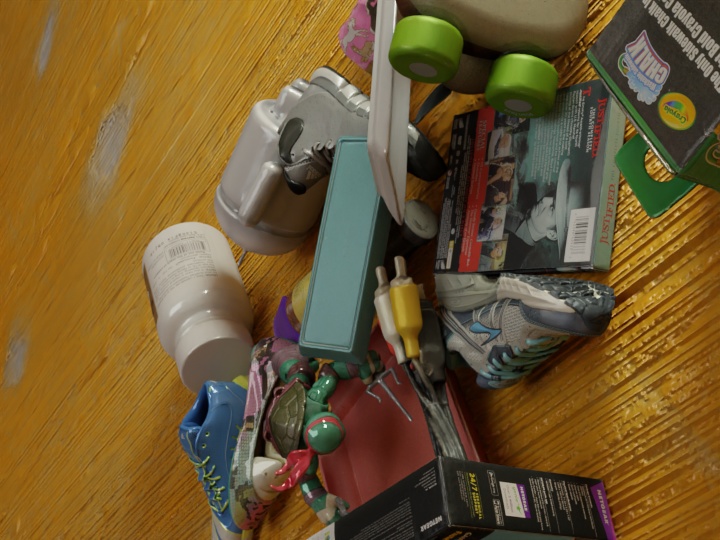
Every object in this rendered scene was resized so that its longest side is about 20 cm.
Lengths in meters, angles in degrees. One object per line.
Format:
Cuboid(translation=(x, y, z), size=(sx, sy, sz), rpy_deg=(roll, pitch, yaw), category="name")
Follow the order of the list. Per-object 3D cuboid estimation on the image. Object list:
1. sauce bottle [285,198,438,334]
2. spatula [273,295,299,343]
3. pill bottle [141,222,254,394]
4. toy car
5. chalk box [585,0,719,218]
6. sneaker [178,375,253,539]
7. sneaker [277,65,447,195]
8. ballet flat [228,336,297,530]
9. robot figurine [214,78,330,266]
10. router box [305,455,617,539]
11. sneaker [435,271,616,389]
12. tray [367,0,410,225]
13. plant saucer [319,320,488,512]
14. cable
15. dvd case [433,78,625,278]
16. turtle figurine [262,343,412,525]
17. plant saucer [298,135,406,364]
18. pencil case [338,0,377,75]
Cuboid(translation=(0.000, 0.000, 1.012), size=(0.200, 0.065, 0.067), rpy_deg=(-41, 46, 47), category="sauce bottle")
Cuboid(translation=(-0.045, 0.016, 1.121), size=(0.201, 0.020, 0.057), rpy_deg=(-54, 50, 30), category="spatula")
Cuboid(translation=(-0.186, 0.046, 1.255), size=(0.115, 0.113, 0.201), rpy_deg=(-59, 36, 27), category="pill bottle")
Cuboid(translation=(0.082, -0.203, 0.888), size=(0.200, 0.155, 0.167), rpy_deg=(149, 137, -71), category="toy car")
Cuboid(translation=(0.228, -0.120, 0.627), size=(0.201, 0.122, 0.126), rpy_deg=(-56, 38, 33), category="chalk box")
Cuboid(translation=(-0.158, 0.210, 1.157), size=(0.075, 0.104, 0.204), rpy_deg=(0, 79, 58), category="sneaker")
Cuboid(translation=(-0.012, -0.105, 1.007), size=(0.116, 0.075, 0.200), rpy_deg=(-47, 46, -3), category="sneaker")
Cuboid(translation=(-0.090, 0.171, 1.111), size=(0.070, 0.069, 0.204), rpy_deg=(3, 81, 37), category="ballet flat")
Cuboid(translation=(-0.087, -0.100, 1.144), size=(0.202, 0.112, 0.170), rpy_deg=(-62, -5, 25), category="robot figurine")
Cuboid(translation=(0.060, 0.197, 0.763), size=(0.200, 0.147, 0.052), rpy_deg=(-42, 45, 44), category="router box")
Cuboid(translation=(0.122, 0.047, 0.802), size=(0.199, 0.076, 0.088), rpy_deg=(180, 94, -68), category="sneaker")
Cuboid(translation=(0.025, -0.150, 0.892), size=(0.108, 0.022, 0.203), rpy_deg=(75, -163, -61), category="tray")
Cuboid(translation=(0.033, 0.149, 0.933), size=(0.201, 0.036, 0.202), rpy_deg=(-54, 39, 34), category="plant saucer")
Cuboid(translation=(0.044, 0.095, 0.844), size=(0.097, 0.049, 0.203), rpy_deg=(111, 152, -64), category="cable")
Cuboid(translation=(0.131, -0.068, 0.864), size=(0.199, 0.022, 0.149), rpy_deg=(-5, 75, 59), category="dvd case")
Cuboid(translation=(-0.035, 0.130, 0.929), size=(0.152, 0.100, 0.200), rpy_deg=(-65, 22, -1), category="turtle figurine")
Cuboid(translation=(-0.010, -0.023, 0.931), size=(0.069, 0.019, 0.204), rpy_deg=(5, 80, 33), category="plant saucer")
Cuboid(translation=(0.048, -0.276, 0.991), size=(0.087, 0.082, 0.201), rpy_deg=(56, 139, 24), category="pencil case")
